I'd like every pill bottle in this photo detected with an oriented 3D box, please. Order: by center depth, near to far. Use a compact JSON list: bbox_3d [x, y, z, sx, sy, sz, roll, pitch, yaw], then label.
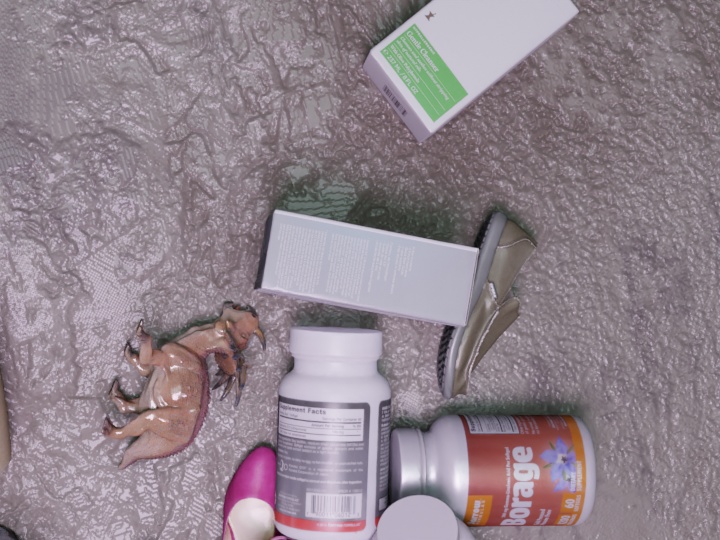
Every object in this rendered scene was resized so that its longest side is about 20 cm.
[{"bbox_3d":[0.065,0.311,1.097,0.111,0.113,0.202,-18,133,-7],"label":"pill bottle"},{"bbox_3d":[-0.027,0.160,1.127,0.114,0.116,0.203,2,90,-8],"label":"pill bottle"},{"bbox_3d":[0.131,0.204,1.150,0.197,0.112,0.114,1,90,-7],"label":"pill bottle"}]

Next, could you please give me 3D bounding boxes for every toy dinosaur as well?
[{"bbox_3d":[-0.178,0.124,1.126,0.134,0.086,0.203,20,93,-14],"label":"toy dinosaur"}]

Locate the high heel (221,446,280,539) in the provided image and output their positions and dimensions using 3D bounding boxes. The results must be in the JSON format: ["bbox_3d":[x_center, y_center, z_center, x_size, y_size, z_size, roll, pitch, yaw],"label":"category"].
[{"bbox_3d":[-0.115,0.281,1.125,0.066,0.096,0.203,18,88,-7],"label":"high heel"}]

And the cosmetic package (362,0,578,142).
[{"bbox_3d":[0.111,-0.237,1.159,0.199,0.085,0.108,-41,93,-4],"label":"cosmetic package"}]

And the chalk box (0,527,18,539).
[{"bbox_3d":[-0.372,0.315,1.024,0.124,0.199,0.125,31,86,-32],"label":"chalk box"}]

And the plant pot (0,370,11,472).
[{"bbox_3d":[-0.413,0.111,1.056,0.185,0.187,0.202,-23,106,-7],"label":"plant pot"}]

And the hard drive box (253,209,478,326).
[{"bbox_3d":[0.000,0.000,1.110,0.197,0.156,0.078,11,88,-8],"label":"hard drive box"}]

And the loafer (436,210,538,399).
[{"bbox_3d":[0.134,0.042,1.168,0.069,0.075,0.203,20,88,-3],"label":"loafer"}]

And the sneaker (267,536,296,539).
[{"bbox_3d":[-0.038,0.343,1.105,0.079,0.095,0.201,-43,121,-20],"label":"sneaker"}]
